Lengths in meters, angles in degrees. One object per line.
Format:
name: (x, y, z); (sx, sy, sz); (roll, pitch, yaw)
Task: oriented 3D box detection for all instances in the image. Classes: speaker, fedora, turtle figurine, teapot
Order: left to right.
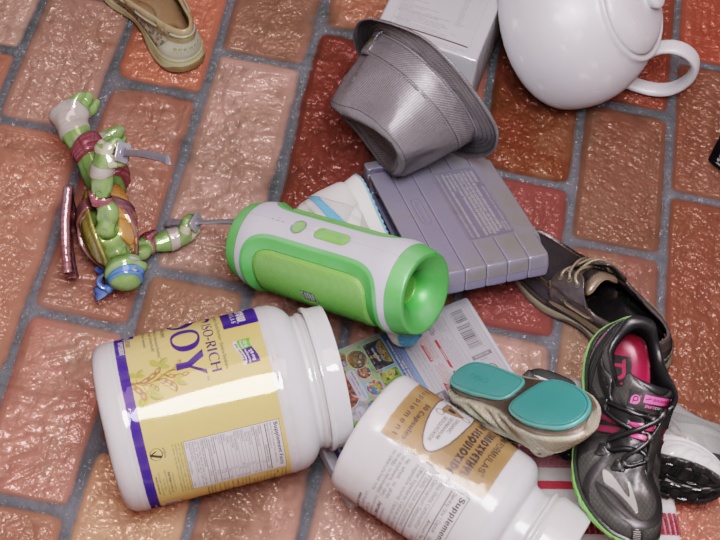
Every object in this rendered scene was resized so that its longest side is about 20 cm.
turtle figurine: (-0.206, -0.086, 1.293); (0.144, 0.200, 0.194); (6, 44, -44)
speaker: (-0.023, -0.004, 1.210); (0.199, 0.089, 0.089); (17, 53, 35)
fedora: (0.036, -0.153, 1.322); (0.090, 0.177, 0.200); (-44, 27, -7)
teapot: (0.248, -0.263, 1.410); (0.200, 0.146, 0.198); (-21, 99, -50)

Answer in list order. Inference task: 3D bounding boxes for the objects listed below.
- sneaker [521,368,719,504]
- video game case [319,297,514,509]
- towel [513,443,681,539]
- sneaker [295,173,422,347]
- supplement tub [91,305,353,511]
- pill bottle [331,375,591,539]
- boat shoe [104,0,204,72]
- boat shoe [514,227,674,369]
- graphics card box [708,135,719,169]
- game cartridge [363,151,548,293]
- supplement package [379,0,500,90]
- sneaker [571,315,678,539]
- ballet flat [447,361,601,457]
sneaker: (0.233, 0.136, 1.216); (0.199, 0.074, 0.079); (24, 49, 1)
video game case: (0.046, 0.118, 1.258); (0.199, 0.018, 0.143); (-21, 62, -19)
towel: (0.210, 0.236, 1.198); (0.143, 0.023, 0.201); (1, 58, -6)
sneaker: (0.000, 0.000, 1.296); (0.081, 0.077, 0.200); (-24, 50, -3)
supplement tub: (-0.116, 0.112, 1.161); (0.199, 0.146, 0.146); (-13, 59, -9)
pill bottle: (0.086, 0.186, 1.141); (0.200, 0.115, 0.114); (33, 60, 12)
boat shoe: (-0.228, -0.301, 1.471); (0.073, 0.063, 0.200); (-30, 65, -22)
boat shoe: (0.223, 0.018, 1.308); (0.200, 0.073, 0.074); (39, 62, 19)
graphics card box: (0.480, -0.098, 1.425); (0.125, 0.051, 0.200); (-36, 66, -25)
game cartridge: (0.091, -0.051, 1.330); (0.129, 0.039, 0.200); (-7, 38, -14)
supplement package: (0.094, -0.273, 1.460); (0.113, 0.110, 0.200); (20, 58, 7)
sneaker: (0.217, 0.126, 1.120); (0.076, 0.084, 0.201); (5, 63, -9)
ballet flat: (0.145, 0.124, 1.157); (0.067, 0.063, 0.200); (-32, 21, -17)
